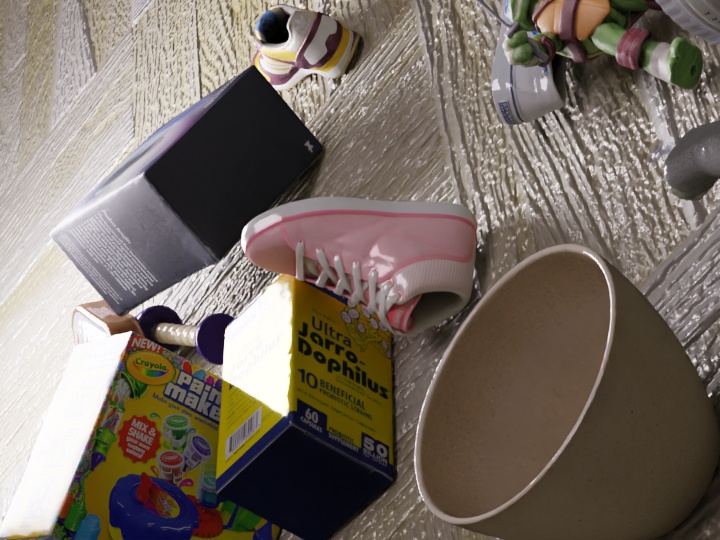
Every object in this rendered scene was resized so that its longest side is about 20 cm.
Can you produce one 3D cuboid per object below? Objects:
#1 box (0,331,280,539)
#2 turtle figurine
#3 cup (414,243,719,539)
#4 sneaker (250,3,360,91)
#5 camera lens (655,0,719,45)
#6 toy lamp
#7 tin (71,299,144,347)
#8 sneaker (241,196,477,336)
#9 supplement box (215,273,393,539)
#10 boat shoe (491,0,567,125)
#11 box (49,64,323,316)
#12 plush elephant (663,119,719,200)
[{"bbox_3d":[-0.177,0.186,1.923,0.122,0.200,0.193,-15,51,57],"label":"box"},{"bbox_3d":[0.175,-0.219,1.708,0.193,0.201,0.144,17,43,35],"label":"turtle figurine"},{"bbox_3d":[0.152,0.103,1.454,0.200,0.143,0.201,-43,30,33],"label":"cup"},{"bbox_3d":[-0.080,-0.245,2.337,0.200,0.090,0.075,-5,58,60],"label":"sneaker"},{"bbox_3d":[0.306,-0.256,1.530,0.200,0.160,0.160,-21,45,54],"label":"camera lens"},{"bbox_3d":[-0.183,0.064,2.241,0.200,0.058,0.058,0,63,60],"label":"toy lamp"},{"bbox_3d":[-0.262,0.094,2.311,0.200,0.042,0.112,-157,64,-66],"label":"tin"},{"bbox_3d":[0.000,0.000,1.830,0.075,0.199,0.105,91,178,-57],"label":"sneaker"},{"bbox_3d":[-0.046,0.110,1.864,0.110,0.109,0.200,-43,30,31],"label":"supplement box"},{"bbox_3d":[0.159,-0.206,1.883,0.065,0.074,0.201,-9,53,24],"label":"boat shoe"},{"bbox_3d":[-0.176,-0.081,2.233,0.198,0.123,0.200,-26,18,49],"label":"box"},{"bbox_3d":[0.317,-0.078,1.349,0.165,0.155,0.200,-55,16,-10],"label":"plush elephant"}]
